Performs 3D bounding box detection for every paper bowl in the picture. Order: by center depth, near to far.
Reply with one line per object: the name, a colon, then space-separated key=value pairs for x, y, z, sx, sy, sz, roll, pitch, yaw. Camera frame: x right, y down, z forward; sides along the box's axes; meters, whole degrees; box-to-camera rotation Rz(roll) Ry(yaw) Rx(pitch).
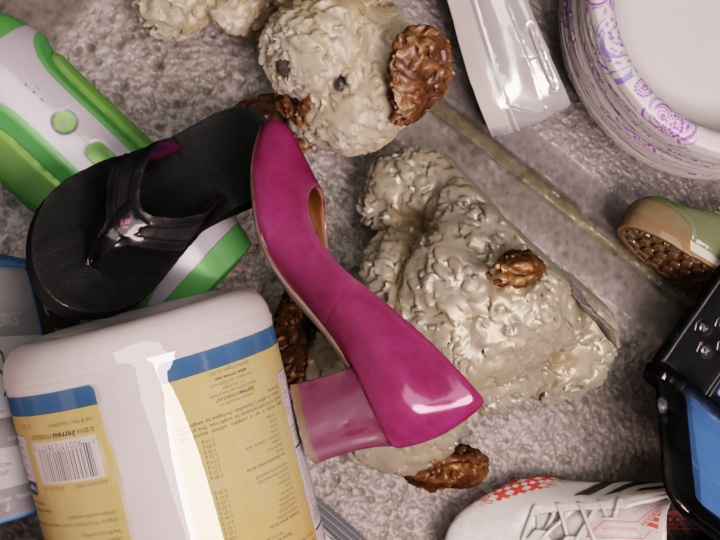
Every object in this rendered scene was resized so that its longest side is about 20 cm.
paper bowl: x=0.227 y=-0.161 z=0.854 sx=0.198 sy=0.104 sz=0.203 roll=2 pitch=82 yaw=-11

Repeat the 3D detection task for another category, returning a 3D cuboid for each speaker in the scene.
speaker: x=-0.161 y=-0.057 z=0.769 sx=0.200 sy=0.088 sz=0.089 roll=43 pitch=77 yaw=-3

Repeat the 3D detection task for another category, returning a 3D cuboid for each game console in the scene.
game console: x=0.280 y=0.105 z=0.782 sx=0.199 sy=0.116 sz=0.177 roll=37 pitch=89 yaw=-15

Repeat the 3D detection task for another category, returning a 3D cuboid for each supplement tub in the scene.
supplement tub: x=-0.096 y=0.121 z=0.678 sx=0.143 sy=0.145 sz=0.202 roll=-14 pitch=93 yaw=-13

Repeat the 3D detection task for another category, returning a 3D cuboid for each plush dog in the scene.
plush dog: x=0.043 y=0.047 z=0.774 sx=0.200 sy=0.161 sz=0.172 roll=42 pitch=100 yaw=-4
plush dog: x=-0.022 y=-0.154 z=0.786 sx=0.160 sy=0.199 sz=0.174 roll=-21 pitch=96 yaw=-44

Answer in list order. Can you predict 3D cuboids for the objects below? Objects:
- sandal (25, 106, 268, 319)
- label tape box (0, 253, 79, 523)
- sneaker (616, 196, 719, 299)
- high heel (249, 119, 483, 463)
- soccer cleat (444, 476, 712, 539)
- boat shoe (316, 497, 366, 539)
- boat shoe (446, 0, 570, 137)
sandal: x=-0.105 y=-0.045 z=0.707 sx=0.075 sy=0.048 sz=0.200 roll=48 pitch=46 yaw=0
label tape box: x=-0.214 y=0.038 z=0.714 sx=0.065 sy=0.143 sz=0.202 roll=-12 pitch=85 yaw=16
sneaker: x=0.268 y=-0.014 z=0.864 sx=0.199 sy=0.067 sz=0.090 roll=31 pitch=78 yaw=-12
high heel: x=0.000 y=0.000 z=0.699 sx=0.095 sy=0.067 sz=0.202 roll=-16 pitch=73 yaw=9
soccer cleat: x=0.151 y=0.162 z=0.805 sx=0.198 sy=0.085 sz=0.070 roll=-1 pitch=83 yaw=-12
boat shoe: x=-0.045 y=0.169 z=0.782 sx=0.200 sy=0.072 sz=0.062 roll=41 pitch=94 yaw=4
boat shoe: x=0.086 y=-0.191 z=0.837 sx=0.068 sy=0.072 sz=0.202 roll=-16 pitch=85 yaw=8
